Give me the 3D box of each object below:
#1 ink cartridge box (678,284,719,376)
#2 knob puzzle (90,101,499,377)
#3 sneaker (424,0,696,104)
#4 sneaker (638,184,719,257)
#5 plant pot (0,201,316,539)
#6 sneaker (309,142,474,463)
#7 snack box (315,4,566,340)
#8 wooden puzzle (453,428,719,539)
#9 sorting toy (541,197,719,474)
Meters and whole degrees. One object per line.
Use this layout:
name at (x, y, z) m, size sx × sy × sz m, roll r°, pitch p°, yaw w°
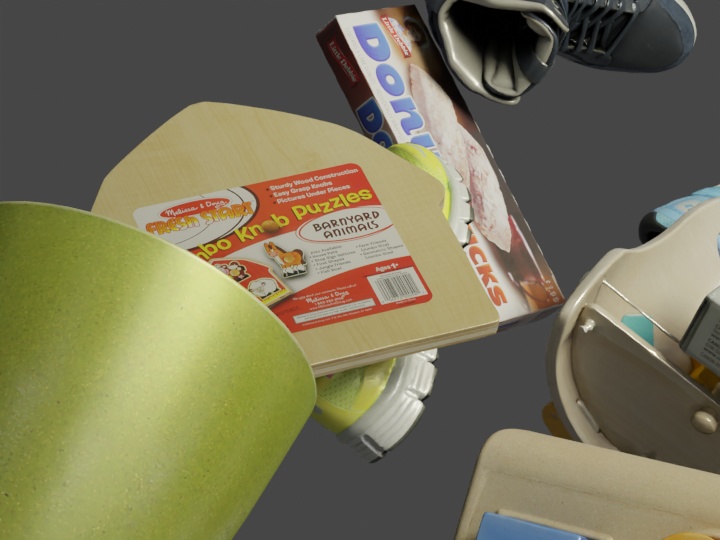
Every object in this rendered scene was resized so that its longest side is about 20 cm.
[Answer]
ink cartridge box at (0.295, 0.055, 1.450) m, size 0.200 × 0.044 × 0.174 m, roll 35°, pitch 35°, yaw 16°
knob puzzle at (-0.049, -0.013, 1.364) m, size 0.219 × 0.030 × 0.220 m, roll 2°, pitch 44°, yaw -2°
sneaker at (0.122, -0.140, 1.587) m, size 0.202 × 0.077 × 0.146 m, roll 20°, pitch 28°, yaw -21°
sneaker at (0.214, 0.047, 1.596) m, size 0.090 × 0.078 × 0.200 m, roll -7°, pitch 67°, yaw -21°
plant pot at (-0.141, 0.105, 1.162) m, size 0.187 × 0.187 × 0.200 m, roll 35°, pitch 59°, yaw -20°
sneaker at (0.000, 0.000, 1.416) m, size 0.090 × 0.078 × 0.200 m, roll 27°, pitch 46°, yaw -17°
snack box at (0.046, -0.058, 1.531) m, size 0.072 × 0.024 × 0.200 m, roll -14°, pitch 74°, yaw -46°
wooden puzzle at (0.111, 0.180, 1.275) m, size 0.046 × 0.185 × 0.200 m, roll 42°, pitch 64°, yaw -57°
sorting toy at (0.212, 0.049, 1.511) m, size 0.200 × 0.107 × 0.180 m, roll 39°, pitch 55°, yaw 0°
